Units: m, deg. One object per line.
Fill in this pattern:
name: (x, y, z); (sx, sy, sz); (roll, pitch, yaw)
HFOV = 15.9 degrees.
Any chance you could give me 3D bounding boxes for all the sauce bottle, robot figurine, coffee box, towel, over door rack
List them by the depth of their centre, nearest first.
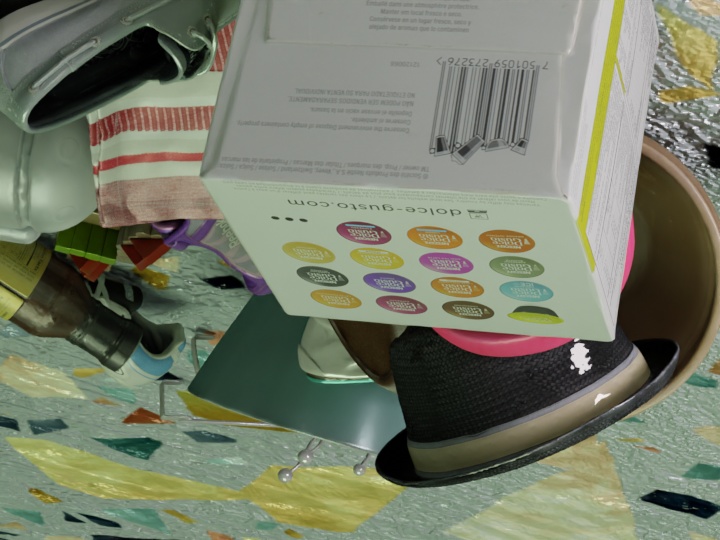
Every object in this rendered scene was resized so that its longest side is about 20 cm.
coffee box: (0.047, -0.093, 1.430); (0.199, 0.200, 0.198); (5, 158, 15)
towel: (-0.100, -0.101, 1.599); (0.144, 0.023, 0.200); (-3, 138, -1)
robot figurine: (-0.244, -0.088, 1.691); (0.200, 0.113, 0.170); (10, 134, 3)
sauce bottle: (-0.256, 0.008, 1.934); (0.200, 0.065, 0.065); (36, 151, -14)
over door rack: (-0.068, 0.127, 2.195); (0.200, 0.067, 0.148); (16, 157, -12)

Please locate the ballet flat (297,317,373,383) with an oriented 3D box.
ballet flat: (0.055, 0.048, 1.822); (0.200, 0.070, 0.069); (1, 158, 1)

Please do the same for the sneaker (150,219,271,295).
sneaker: (-0.098, -0.041, 1.750); (0.088, 0.081, 0.200); (-24, 151, -4)

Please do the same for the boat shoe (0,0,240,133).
boat shoe: (-0.117, -0.131, 1.452); (0.201, 0.072, 0.070); (-26, 149, -18)

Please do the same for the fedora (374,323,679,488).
fedora: (0.088, 0.055, 1.567); (0.200, 0.200, 0.092); (-14, 104, 46)

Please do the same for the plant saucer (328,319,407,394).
plant saucer: (0.000, 0.000, 1.708); (0.032, 0.200, 0.200); (-22, 164, -15)

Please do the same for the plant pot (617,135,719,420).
plant pot: (0.144, -0.007, 1.681); (0.200, 0.201, 0.093); (5, -163, 13)

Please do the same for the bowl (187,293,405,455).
bowl: (-0.020, 0.071, 1.940); (0.200, 0.105, 0.201); (18, 180, 0)

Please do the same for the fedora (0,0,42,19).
fedora: (-0.244, -0.186, 1.434); (0.092, 0.201, 0.201); (34, 168, 26)

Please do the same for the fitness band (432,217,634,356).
fitness band: (0.085, -0.045, 1.530); (0.143, 0.200, 0.037); (-15, 153, 8)

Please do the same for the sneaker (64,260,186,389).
sneaker: (-0.220, 0.021, 2.027); (0.072, 0.072, 0.200); (-43, 125, 15)

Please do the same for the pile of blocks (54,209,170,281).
pile of blocks: (-0.173, -0.032, 1.862); (0.082, 0.062, 0.200); (24, 154, -30)
